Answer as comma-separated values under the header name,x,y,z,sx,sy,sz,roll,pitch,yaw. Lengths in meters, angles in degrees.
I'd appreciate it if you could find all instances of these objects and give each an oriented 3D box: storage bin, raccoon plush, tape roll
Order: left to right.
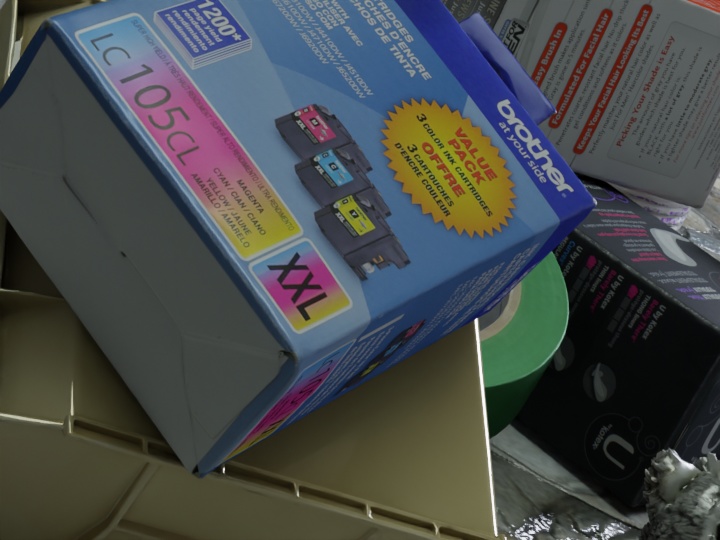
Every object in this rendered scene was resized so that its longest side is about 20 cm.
name,x,y,z,sx,sy,sz,roll,pitch,yaw
storage bin,-0.056,0.019,0.762,0.198,0.094,0.200,19,48,-25
tape roll,0.000,0.000,1.001,0.200,0.048,0.201,18,36,-14
raccoon plush,0.168,0.128,1.001,0.134,0.097,0.200,10,-8,-12

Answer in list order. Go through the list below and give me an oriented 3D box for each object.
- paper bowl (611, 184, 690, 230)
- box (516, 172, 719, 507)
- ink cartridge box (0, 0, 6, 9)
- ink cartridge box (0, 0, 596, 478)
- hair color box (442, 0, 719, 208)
name,x,y,z,sx,sy,sz,roll,pitch,yaw
paper bowl,0.129,-0.079,1.410,0.200,0.105,0.201,25,18,-8
box,0.122,0.024,1.116,0.200,0.106,0.122,38,20,29
ink cartridge box,-0.196,-0.165,0.862,0.200,0.147,0.086,26,-7,26
ink cartridge box,-0.014,-0.036,0.715,0.200,0.076,0.137,-26,76,-48
hair color box,0.127,-0.113,1.146,0.200,0.111,0.064,13,19,-39
